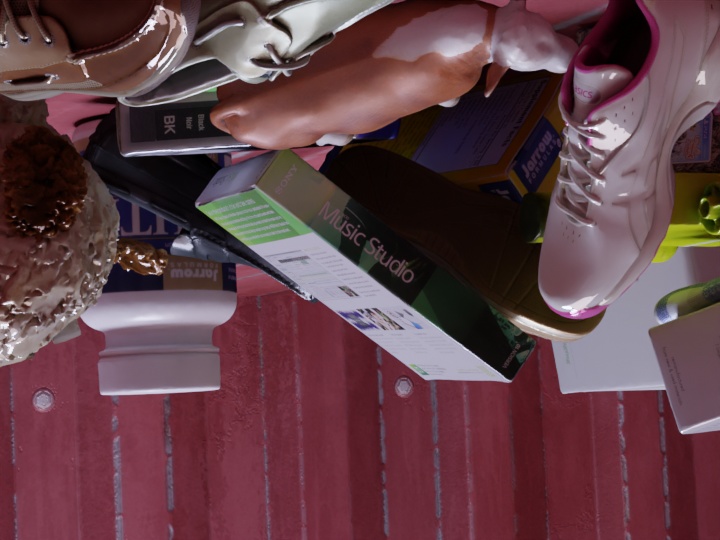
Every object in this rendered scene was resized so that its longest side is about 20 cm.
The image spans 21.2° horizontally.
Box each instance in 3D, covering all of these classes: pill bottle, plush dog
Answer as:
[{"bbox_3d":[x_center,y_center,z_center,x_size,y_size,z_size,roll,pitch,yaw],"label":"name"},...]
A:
[{"bbox_3d":[-0.152,-0.009,1.432,0.120,0.200,0.120,-3,176,0],"label":"pill bottle"},{"bbox_3d":[-0.195,-0.006,1.107,0.160,0.200,0.172,24,-164,-7],"label":"plush dog"}]

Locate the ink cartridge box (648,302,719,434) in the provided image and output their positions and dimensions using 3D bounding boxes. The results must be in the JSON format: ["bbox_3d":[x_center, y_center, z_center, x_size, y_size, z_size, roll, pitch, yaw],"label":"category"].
[{"bbox_3d":[0.283,0.032,1.101,0.200,0.068,0.116,-23,166,34],"label":"ink cartridge box"}]

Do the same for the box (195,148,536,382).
[{"bbox_3d":[0.000,0.000,1.202,0.200,0.036,0.144,36,167,-15],"label":"box"}]

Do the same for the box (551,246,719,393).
[{"bbox_3d":[0.257,-0.015,1.496,0.171,0.199,0.200,-11,180,-30],"label":"box"}]

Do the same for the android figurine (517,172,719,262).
[{"bbox_3d":[0.202,-0.032,1.150,0.200,0.041,0.182,1,174,-24],"label":"android figurine"}]

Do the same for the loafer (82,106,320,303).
[{"bbox_3d":[-0.105,-0.036,1.343,0.200,0.070,0.068,36,-170,-3],"label":"loafer"}]

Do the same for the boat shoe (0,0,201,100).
[{"bbox_3d":[-0.146,-0.117,0.903,0.072,0.076,0.200,4,171,-38],"label":"boat shoe"}]

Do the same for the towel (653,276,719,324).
[{"bbox_3d":[0.277,-0.012,1.114,0.147,0.024,0.200,-9,167,-29],"label":"towel"}]

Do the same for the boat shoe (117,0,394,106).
[{"bbox_3d":[-0.047,-0.122,0.938,0.200,0.062,0.072,-8,173,43],"label":"boat shoe"}]

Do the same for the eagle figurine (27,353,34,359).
[{"bbox_3d":[-0.304,-0.028,1.271,0.151,0.200,0.152,-31,161,-35],"label":"eagle figurine"}]

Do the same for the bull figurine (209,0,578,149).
[{"bbox_3d":[0.018,-0.110,1.047,0.200,0.065,0.121,-12,177,6],"label":"bull figurine"}]

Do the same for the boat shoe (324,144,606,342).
[{"bbox_3d":[0.066,-0.010,1.244,0.200,0.074,0.069,31,153,11],"label":"boat shoe"}]

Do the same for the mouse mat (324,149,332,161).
[{"bbox_3d":[0.046,-0.047,1.492,0.161,0.008,0.200,-5,-144,7],"label":"mouse mat"}]

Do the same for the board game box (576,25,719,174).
[{"bbox_3d":[0.255,-0.103,1.149,0.200,0.097,0.159,-6,175,38],"label":"board game box"}]

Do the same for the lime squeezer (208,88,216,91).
[{"bbox_3d":[-0.068,-0.124,1.075,0.071,0.038,0.200,-2,175,-5],"label":"lime squeezer"}]

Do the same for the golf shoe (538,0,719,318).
[{"bbox_3d":[0.129,-0.071,1.014,0.091,0.200,0.075,11,-165,-42],"label":"golf shoe"}]

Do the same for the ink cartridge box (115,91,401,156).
[{"bbox_3d":[-0.033,-0.099,1.215,0.200,0.043,0.198,-4,-176,8],"label":"ink cartridge box"}]

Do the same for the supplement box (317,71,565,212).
[{"bbox_3d":[0.074,-0.052,1.339,0.200,0.109,0.110,-7,130,44],"label":"supplement box"}]
